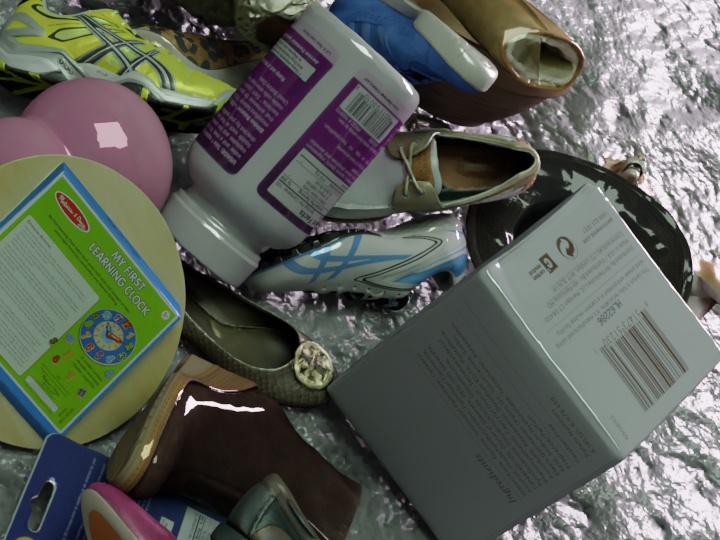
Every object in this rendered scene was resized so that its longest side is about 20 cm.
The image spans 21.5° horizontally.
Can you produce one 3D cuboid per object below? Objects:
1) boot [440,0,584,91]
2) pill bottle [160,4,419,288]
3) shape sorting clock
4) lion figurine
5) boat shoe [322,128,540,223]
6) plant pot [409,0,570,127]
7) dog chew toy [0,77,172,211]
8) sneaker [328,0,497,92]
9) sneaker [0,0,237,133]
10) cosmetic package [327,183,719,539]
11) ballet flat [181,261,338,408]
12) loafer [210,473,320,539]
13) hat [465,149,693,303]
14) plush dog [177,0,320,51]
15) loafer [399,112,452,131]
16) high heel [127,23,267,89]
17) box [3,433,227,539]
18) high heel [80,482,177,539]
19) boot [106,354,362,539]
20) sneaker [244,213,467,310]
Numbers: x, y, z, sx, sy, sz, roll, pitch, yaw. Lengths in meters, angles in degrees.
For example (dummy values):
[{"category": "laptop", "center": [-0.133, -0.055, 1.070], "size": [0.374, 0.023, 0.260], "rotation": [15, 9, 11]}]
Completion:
[{"category": "boot", "center": [0.074, -0.236, 1.543], "size": [0.174, 0.066, 0.200], "rotation": [8, 34, -42]}, {"category": "pill bottle", "center": [-0.058, -0.089, 1.409], "size": [0.112, 0.200, 0.112], "rotation": [41, 3, -3]}, {"category": "shape sorting clock", "center": [-0.210, 0.021, 1.293], "size": [0.199, 0.039, 0.202], "rotation": [-4, 98, -29]}, {"category": "lion figurine", "center": [0.275, -0.008, 1.686], "size": [0.200, 0.072, 0.123], "rotation": [47, 29, -13]}, {"category": "boat shoe", "center": [0.045, -0.081, 1.504], "size": [0.198, 0.068, 0.075], "rotation": [-9, 87, -14]}, {"category": "plant pot", "center": [0.087, -0.190, 1.657], "size": [0.200, 0.093, 0.201], "rotation": [24, 25, -12]}, {"category": "dog chew toy", "center": [-0.232, -0.060, 1.350], "size": [0.199, 0.125, 0.125], "rotation": [-26, 73, -35]}, {"category": "sneaker", "center": [0.023, -0.157, 1.500], "size": [0.077, 0.112, 0.200], "rotation": [32, 8, -43]}, {"category": "sneaker", "center": [-0.182, -0.159, 1.447], "size": [0.198, 0.075, 0.077], "rotation": [15, 75, -4]}, {"category": "cosmetic package", "center": [0.120, 0.076, 1.400], "size": [0.167, 0.200, 0.167], "rotation": [52, 43, 2]}, {"category": "ballet flat", "center": [-0.099, 0.037, 1.408], "size": [0.199, 0.046, 0.068], "rotation": [33, 45, -7]}, {"category": "loafer", "center": [-0.014, 0.208, 1.263], "size": [0.200, 0.072, 0.063], "rotation": [43, 77, -35]}, {"category": "hat", "center": [0.173, -0.002, 1.588], "size": [0.199, 0.081, 0.202], "rotation": [7, 61, -14]}, {"category": "plush dog", "center": [-0.115, -0.259, 1.546], "size": [0.199, 0.172, 0.162], "rotation": [20, 74, -4]}, {"category": "loafer", "center": [0.009, -0.106, 1.580], "size": [0.199, 0.063, 0.072], "rotation": [-9, 61, -38]}, {"category": "high heel", "center": [-0.142, -0.169, 1.555], "size": [0.198, 0.072, 0.143], "rotation": [14, 18, -2]}, {"category": "box", "center": [-0.142, 0.200, 1.261], "size": [0.199, 0.032, 0.122], "rotation": [30, 45, -13]}, {"category": "high heel", "center": [-0.093, 0.202, 1.218], "size": [0.200, 0.067, 0.096], "rotation": [49, 50, 4]}, {"category": "boot", "center": [-0.077, 0.139, 1.290], "size": [0.166, 0.072, 0.200], "rotation": [38, 20, -3]}, {"category": "sneaker", "center": [0.000, 0.000, 1.493], "size": [0.199, 0.072, 0.073], "rotation": [-8, 93, -29]}]
